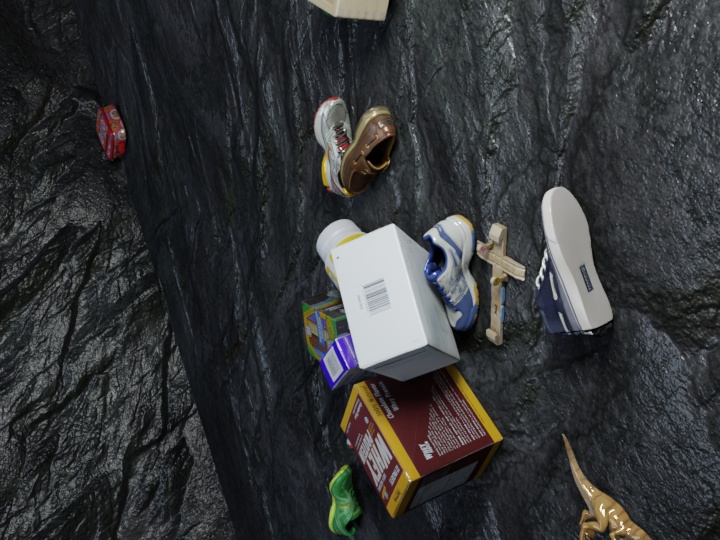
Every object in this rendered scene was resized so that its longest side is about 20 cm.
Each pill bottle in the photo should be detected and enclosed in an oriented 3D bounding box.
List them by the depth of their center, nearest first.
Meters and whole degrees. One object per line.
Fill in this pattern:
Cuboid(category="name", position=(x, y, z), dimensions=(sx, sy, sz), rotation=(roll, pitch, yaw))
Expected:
Cuboid(category="pill bottle", position=(0.000, 0.000, 1.587), dimensions=(0.201, 0.112, 0.116), rotation=(53, 147, 36))

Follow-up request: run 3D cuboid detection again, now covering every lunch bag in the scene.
Cuboid(category="lunch bag", position=(-0.965, -0.528, 3.212), dimensions=(0.179, 0.081, 0.200), rotation=(63, 153, 12))

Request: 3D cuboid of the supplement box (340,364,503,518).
Cuboid(category="supplement box", position=(0.103, 0.283, 1.448), dimensions=(0.199, 0.196, 0.134), rotation=(56, 148, 30))

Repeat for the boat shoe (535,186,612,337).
Cuboid(category="boat shoe", position=(0.264, -0.005, 1.110), dimensions=(0.092, 0.073, 0.205), rotation=(-15, 92, 56))

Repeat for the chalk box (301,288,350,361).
Cuboid(category="chalk box", position=(-0.020, 0.127, 1.685), dimensions=(0.199, 0.122, 0.127), rotation=(26, 127, 57))

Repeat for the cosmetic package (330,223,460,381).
Cuboid(category="cosmetic package", position=(0.062, 0.059, 1.356), dimensions=(0.200, 0.121, 0.204), rotation=(32, -139, -66))

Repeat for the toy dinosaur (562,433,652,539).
Cuboid(category="toy dinosaur", position=(0.346, 0.344, 1.189), dimensions=(0.200, 0.060, 0.108), rotation=(47, 119, 34))

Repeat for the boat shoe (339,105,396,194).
Cuboid(category="boat shoe", position=(0.015, -0.203, 1.491), dimensions=(0.068, 0.071, 0.202), rotation=(61, 148, 26))

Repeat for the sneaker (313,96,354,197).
Cuboid(category="sneaker", position=(-0.033, -0.235, 1.577), dimensions=(0.082, 0.077, 0.204), rotation=(33, 142, 46))

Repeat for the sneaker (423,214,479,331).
Cuboid(category="sneaker", position=(0.140, 0.012, 1.349), dimensions=(0.075, 0.087, 0.205), rotation=(24, 129, 53))

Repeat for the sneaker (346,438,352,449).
Cuboid(category="sneaker", position=(0.010, 0.315, 1.796), dimensions=(0.110, 0.066, 0.202), rotation=(67, 149, 15))

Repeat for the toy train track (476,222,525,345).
Cuboid(category="toy train track", position=(0.207, 0.027, 1.288), dimensions=(0.114, 0.032, 0.205), rotation=(35, 135, 52))

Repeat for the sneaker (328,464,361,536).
Cuboid(category="sneaker", position=(-0.031, 0.566, 2.027), dimensions=(0.082, 0.074, 0.205), rotation=(17, 120, 30))

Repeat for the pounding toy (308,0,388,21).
Cuboid(category="pounding toy", position=(-0.019, -0.497, 1.357), dimensions=(0.184, 0.139, 0.204), rotation=(44, 130, 44))

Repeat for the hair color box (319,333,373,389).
Cuboid(category="hair color box", position=(0.034, 0.142, 1.503), dimensions=(0.066, 0.197, 0.110), rotation=(61, 151, 17))
